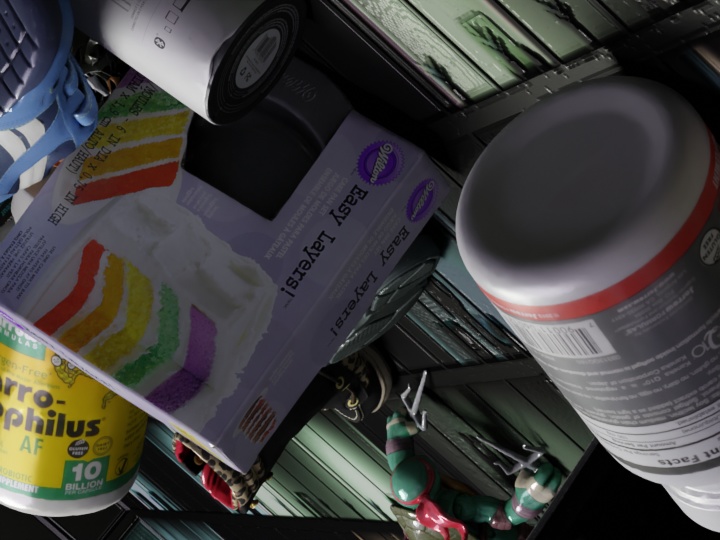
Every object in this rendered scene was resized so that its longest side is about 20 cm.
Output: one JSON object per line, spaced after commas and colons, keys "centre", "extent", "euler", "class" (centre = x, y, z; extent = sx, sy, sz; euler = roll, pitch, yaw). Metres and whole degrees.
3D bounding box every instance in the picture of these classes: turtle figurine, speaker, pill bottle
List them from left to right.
{"centre": [-0.173, 0.035, 1.593], "extent": [0.113, 0.113, 0.201], "euler": [32, 124, 31], "class": "pill bottle"}
{"centre": [-0.127, -0.159, 1.365], "extent": [0.200, 0.081, 0.081], "euler": [35, 166, 19], "class": "speaker"}
{"centre": [0.066, 0.151, 1.824], "extent": [0.149, 0.101, 0.200], "euler": [31, 170, 34], "class": "turtle figurine"}
{"centre": [0.134, 0.020, 1.160], "extent": [0.116, 0.116, 0.200], "euler": [25, 160, 48], "class": "pill bottle"}

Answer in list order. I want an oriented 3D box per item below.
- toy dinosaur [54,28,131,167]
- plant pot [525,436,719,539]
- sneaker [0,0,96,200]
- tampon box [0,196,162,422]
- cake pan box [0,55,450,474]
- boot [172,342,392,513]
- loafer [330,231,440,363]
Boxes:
{"centre": [-0.157, -0.103, 1.489], "extent": [0.102, 0.136, 0.200], "euler": [17, -159, 23], "class": "toy dinosaur"}
{"centre": [0.190, 0.234, 1.568], "extent": [0.200, 0.200, 0.177], "euler": [33, 176, 25], "class": "plant pot"}
{"centre": [-0.172, -0.097, 1.353], "extent": [0.074, 0.082, 0.200], "euler": [65, 152, 14], "class": "sneaker"}
{"centre": [-0.159, -0.027, 1.725], "extent": [0.200, 0.150, 0.126], "euler": [44, 169, -19], "class": "tampon box"}
{"centre": [-0.077, -0.020, 1.421], "extent": [0.184, 0.200, 0.052], "euler": [33, 170, 26], "class": "cake pan box"}
{"centre": [-0.052, 0.094, 1.824], "extent": [0.073, 0.151, 0.200], "euler": [36, 166, 16], "class": "boot"}
{"centre": [0.000, 0.000, 1.596], "extent": [0.063, 0.072, 0.200], "euler": [56, 162, 8], "class": "loafer"}
